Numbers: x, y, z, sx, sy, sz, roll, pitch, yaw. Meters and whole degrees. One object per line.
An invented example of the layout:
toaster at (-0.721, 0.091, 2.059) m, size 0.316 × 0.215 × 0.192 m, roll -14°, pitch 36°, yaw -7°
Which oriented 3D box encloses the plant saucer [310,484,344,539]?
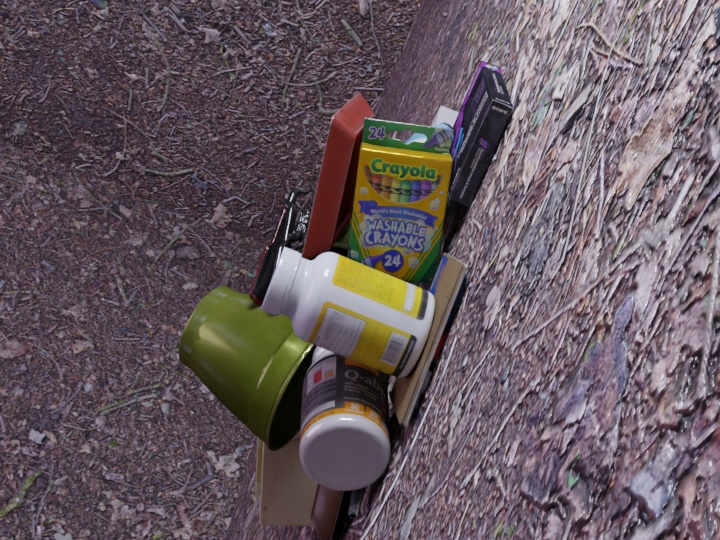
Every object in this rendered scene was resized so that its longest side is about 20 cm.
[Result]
plant saucer at (-0.037, 0.282, 1.427) m, size 0.200 × 0.036 × 0.204 m, roll 15°, pitch -91°, yaw -90°

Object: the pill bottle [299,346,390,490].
pill bottle at (-0.020, 0.176, 1.310) m, size 0.201 × 0.114 × 0.118 m, roll -91°, pitch 22°, yaw -58°

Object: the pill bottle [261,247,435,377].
pill bottle at (-0.016, 0.046, 1.233) m, size 0.112 × 0.197 × 0.114 m, roll -158°, pitch 90°, yaw -84°

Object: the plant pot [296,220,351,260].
plant pot at (0.000, 0.000, 1.550) m, size 0.202 × 0.198 × 0.185 m, roll -64°, pitch -3°, yaw 37°

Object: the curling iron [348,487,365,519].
curling iron at (0.004, 0.256, 1.336) m, size 0.201 × 0.025 × 0.050 m, roll -82°, pitch 8°, yaw -61°

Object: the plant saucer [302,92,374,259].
plant saucer at (-0.025, -0.130, 1.405) m, size 0.200 × 0.036 × 0.204 m, roll -61°, pitch -14°, yaw -69°

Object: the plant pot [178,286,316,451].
plant pot at (-0.155, 0.124, 1.472) m, size 0.202 × 0.191 × 0.201 m, roll -54°, pitch -17°, yaw -25°

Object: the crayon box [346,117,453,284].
crayon box at (0.052, -0.092, 1.347) m, size 0.052 × 0.123 × 0.204 m, roll -85°, pitch 2°, yaw -75°

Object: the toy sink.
toy sink at (-0.111, 0.313, 1.602) m, size 0.200 × 0.110 × 0.133 m, roll -155°, pitch 68°, yaw -84°

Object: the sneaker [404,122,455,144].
sneaker at (0.080, -0.152, 1.470) m, size 0.090 × 0.078 × 0.199 m, roll -51°, pitch 11°, yaw -30°

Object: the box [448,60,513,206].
box at (0.157, -0.191, 1.375) m, size 0.201 × 0.035 × 0.145 m, roll -88°, pitch 19°, yaw -65°

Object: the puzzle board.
puzzle board at (0.084, 0.081, 1.244) m, size 0.151 × 0.017 × 0.203 m, roll -119°, pitch 50°, yaw -83°

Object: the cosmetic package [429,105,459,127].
cosmetic package at (0.113, -0.149, 1.557) m, size 0.083 × 0.050 × 0.203 m, roll 122°, pitch 166°, yaw -55°

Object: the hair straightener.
hair straightener at (-0.094, -0.041, 1.450) m, size 0.041 × 0.076 × 0.203 m, roll 53°, pitch -132°, yaw -47°
